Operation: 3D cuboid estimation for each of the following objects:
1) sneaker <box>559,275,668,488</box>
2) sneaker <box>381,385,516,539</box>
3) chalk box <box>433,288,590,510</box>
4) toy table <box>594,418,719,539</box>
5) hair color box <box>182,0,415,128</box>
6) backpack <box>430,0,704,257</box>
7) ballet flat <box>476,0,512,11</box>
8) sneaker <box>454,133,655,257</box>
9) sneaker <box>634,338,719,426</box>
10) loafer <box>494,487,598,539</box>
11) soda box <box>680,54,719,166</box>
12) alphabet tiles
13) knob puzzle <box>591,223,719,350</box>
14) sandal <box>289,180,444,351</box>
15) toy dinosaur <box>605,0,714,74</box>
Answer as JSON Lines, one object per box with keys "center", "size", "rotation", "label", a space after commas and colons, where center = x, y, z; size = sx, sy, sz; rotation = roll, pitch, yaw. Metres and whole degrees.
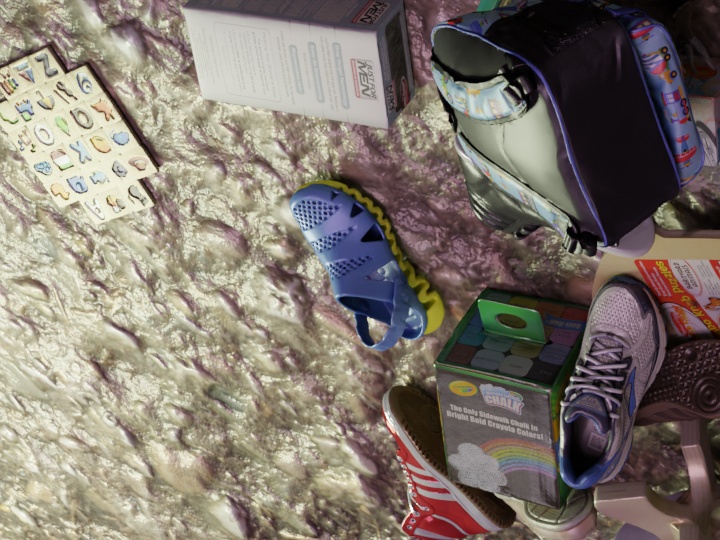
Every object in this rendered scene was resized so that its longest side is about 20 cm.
{"center": [0.219, 0.106, 1.477], "size": [0.076, 0.085, 0.202], "rotation": [14, 109, 23], "label": "sneaker"}
{"center": [0.065, 0.214, 1.766], "size": [0.112, 0.071, 0.200], "rotation": [-27, 111, 40], "label": "sneaker"}
{"center": [0.152, 0.103, 1.579], "size": [0.123, 0.124, 0.201], "rotation": [12, 131, 25], "label": "chalk box"}
{"center": [0.319, 0.233, 1.552], "size": [0.198, 0.185, 0.117], "rotation": [-18, 133, 15], "label": "toy table"}
{"center": [-0.055, -0.198, 1.502], "size": [0.198, 0.061, 0.100], "rotation": [12, 132, 26], "label": "hair color box"}
{"center": [0.147, -0.130, 1.284], "size": [0.200, 0.134, 0.183], "rotation": [36, 156, 58], "label": "backpack"}
{"center": [0.149, -0.251, 1.335], "size": [0.065, 0.071, 0.201], "rotation": [12, 140, -12], "label": "ballet flat"}
{"center": [0.171, -0.057, 1.453], "size": [0.199, 0.071, 0.099], "rotation": [32, 159, 22], "label": "sneaker"}
{"center": [0.304, 0.103, 1.520], "size": [0.199, 0.075, 0.071], "rotation": [-10, 78, 45], "label": "sneaker"}
{"center": [0.193, 0.237, 1.655], "size": [0.063, 0.072, 0.200], "rotation": [57, 170, -15], "label": "loafer"}
{"center": [0.208, -0.140, 1.378], "size": [0.198, 0.064, 0.069], "rotation": [9, 130, 28], "label": "soda box"}
{"center": [-0.303, -0.139, 1.753], "size": [0.166, 0.006, 0.201], "rotation": [-16, 116, 40], "label": "alphabet tiles"}
{"center": [0.295, 0.019, 1.470], "size": [0.218, 0.031, 0.220], "rotation": [21, 151, 12], "label": "knob puzzle"}
{"center": [0.000, 0.000, 1.617], "size": [0.200, 0.087, 0.079], "rotation": [49, 137, -10], "label": "sandal"}
{"center": [0.237, -0.252, 1.267], "size": [0.101, 0.077, 0.201], "rotation": [3, 124, -15], "label": "toy dinosaur"}
